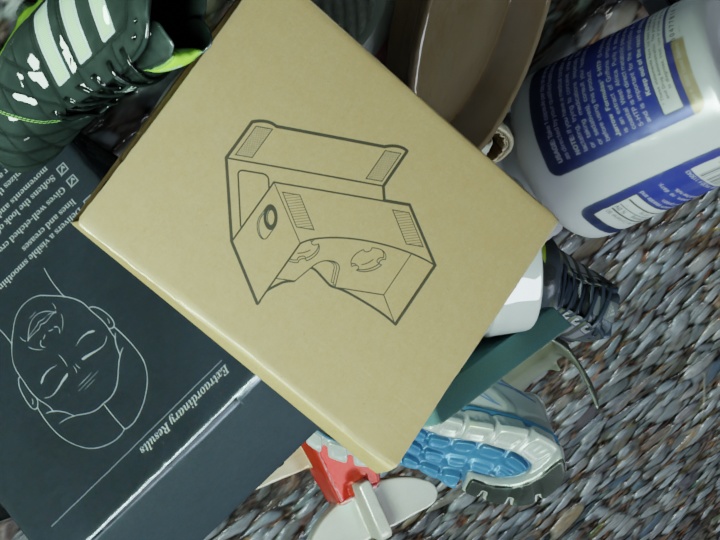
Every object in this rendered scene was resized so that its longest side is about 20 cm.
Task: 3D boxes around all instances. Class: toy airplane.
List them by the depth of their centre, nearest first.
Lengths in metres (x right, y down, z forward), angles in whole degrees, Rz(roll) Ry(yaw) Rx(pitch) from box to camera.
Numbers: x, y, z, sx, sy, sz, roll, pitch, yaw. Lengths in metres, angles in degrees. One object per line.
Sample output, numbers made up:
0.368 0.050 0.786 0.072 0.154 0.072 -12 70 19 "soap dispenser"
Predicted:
-0.031 0.091 1.725 0.200 0.141 0.199 18 101 -36 "toy airplane"

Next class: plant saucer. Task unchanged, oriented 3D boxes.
0.064 -0.152 1.469 0.200 0.029 0.200 -53 154 -40 "plant saucer"
0.057 0.057 1.556 0.070 0.019 0.200 -8 -167 29 "plant saucer"

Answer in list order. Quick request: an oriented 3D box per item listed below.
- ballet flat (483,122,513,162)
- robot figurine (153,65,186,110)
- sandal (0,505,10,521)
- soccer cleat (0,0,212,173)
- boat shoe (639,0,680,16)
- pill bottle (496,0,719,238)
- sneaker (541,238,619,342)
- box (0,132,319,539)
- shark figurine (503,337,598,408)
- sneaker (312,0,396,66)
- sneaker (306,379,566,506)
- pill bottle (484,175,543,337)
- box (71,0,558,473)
0.026 -0.079 1.601 0.200 0.062 0.067 -18 149 -47 "ballet flat"
-0.021 -0.034 1.346 0.125 0.200 0.150 -39 -170 3 "robot figurine"
-0.146 0.141 1.623 0.200 0.043 0.076 -10 -176 11 "sandal"
-0.120 -0.111 1.248 0.067 0.081 0.200 -14 146 -51 "soccer cleat"
0.208 -0.204 1.689 0.200 0.069 0.057 57 37 -58 "boat shoe"
0.167 -0.090 1.690 0.200 0.120 0.120 -24 169 28 "pill bottle"
0.153 0.015 1.945 0.200 0.081 0.074 33 73 -80 "sneaker"
-0.139 0.044 1.349 0.148 0.200 0.107 -43 156 6 "box"
0.110 0.096 1.985 0.214 0.090 0.128 -22 -177 36 "shark figurine"
-0.038 -0.077 1.468 0.200 0.075 0.105 -48 154 3 "sneaker"
0.033 0.081 1.633 0.075 0.200 0.087 -59 -163 31 "sneaker"
0.000 0.000 1.537 0.200 0.114 0.114 -6 148 -14 "pill bottle"
-0.018 -0.024 1.268 0.164 0.200 0.021 -56 -163 -20 "box"
